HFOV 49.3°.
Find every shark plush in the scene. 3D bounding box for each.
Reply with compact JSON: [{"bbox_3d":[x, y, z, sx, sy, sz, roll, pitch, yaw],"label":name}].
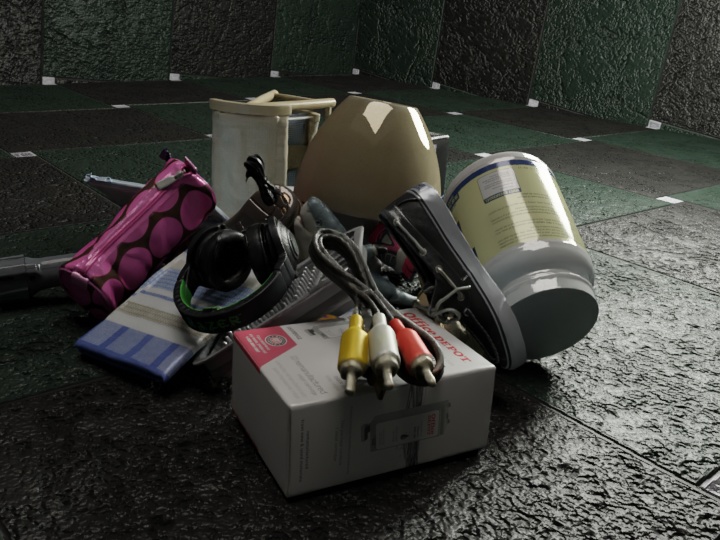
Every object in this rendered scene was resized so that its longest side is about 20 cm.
[{"bbox_3d":[0.000,0.000,0.931,0.198,0.084,0.091,36,14,-6],"label":"shark plush"}]

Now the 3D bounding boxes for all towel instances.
[{"bbox_3d":[-0.188,0.039,0.834,0.144,0.024,0.200,10,39,31],"label":"towel"}]

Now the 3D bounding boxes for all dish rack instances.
[{"bbox_3d":[-0.071,0.037,0.806,0.197,0.044,0.172,-32,13,9],"label":"dish rack"}]

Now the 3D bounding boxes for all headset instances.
[{"bbox_3d":[-0.121,-0.027,0.796,0.120,0.095,0.202,-6,39,21],"label":"headset"}]

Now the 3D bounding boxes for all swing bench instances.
[{"bbox_3d":[-0.143,-0.175,1.267,0.127,0.204,0.199,12,21,23],"label":"swing bench"}]

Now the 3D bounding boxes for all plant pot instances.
[{"bbox_3d":[0.019,-0.149,1.014,0.195,0.138,0.201,11,12,-2],"label":"plant pot"}]

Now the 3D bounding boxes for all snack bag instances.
[{"bbox_3d":[-0.257,-0.076,1.088,0.184,0.022,0.200,11,-14,14],"label":"snack bag"}]

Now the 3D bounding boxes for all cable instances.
[{"bbox_3d":[0.013,0.026,0.648,0.094,0.051,0.203,0,45,-16],"label":"cable"}]

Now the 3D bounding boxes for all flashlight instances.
[{"bbox_3d":[-0.339,0.002,0.951,0.195,0.069,0.068,-10,28,-23],"label":"flashlight"}]

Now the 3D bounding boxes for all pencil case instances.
[{"bbox_3d":[-0.257,-0.041,0.905,0.090,0.201,0.094,38,-24,-4],"label":"pencil case"}]

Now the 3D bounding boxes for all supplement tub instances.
[{"bbox_3d":[0.180,-0.018,0.893,0.141,0.147,0.203,0,49,-12],"label":"supplement tub"}]

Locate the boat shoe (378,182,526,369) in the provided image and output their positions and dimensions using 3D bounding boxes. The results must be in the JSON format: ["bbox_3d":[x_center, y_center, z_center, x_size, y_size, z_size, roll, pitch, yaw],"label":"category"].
[{"bbox_3d":[0.087,0.017,0.759,0.067,0.202,0.073,-32,5,-13],"label":"boat shoe"}]

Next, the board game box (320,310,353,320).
[{"bbox_3d":[-0.041,0.064,0.890,0.094,0.031,0.199,-8,26,-32],"label":"board game box"}]

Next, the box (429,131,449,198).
[{"bbox_3d":[0.041,-0.158,1.312,0.197,0.168,0.085,22,26,40],"label":"box"}]

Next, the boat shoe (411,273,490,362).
[{"bbox_3d":[0.086,0.045,0.868,0.063,0.074,0.202,-7,39,-7],"label":"boat shoe"}]

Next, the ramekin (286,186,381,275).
[{"bbox_3d":[-0.062,-0.053,1.067,0.196,0.097,0.203,9,13,-2],"label":"ramekin"}]

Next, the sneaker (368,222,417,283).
[{"bbox_3d":[0.057,-0.041,1.045,0.074,0.082,0.200,33,4,2],"label":"sneaker"}]

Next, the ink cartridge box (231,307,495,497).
[{"bbox_3d":[-0.001,0.105,0.694,0.195,0.085,0.146,-6,22,-27],"label":"ink cartridge box"}]

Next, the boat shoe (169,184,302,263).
[{"bbox_3d":[-0.148,-0.026,0.962,0.197,0.077,0.072,-31,-17,12],"label":"boat shoe"}]
